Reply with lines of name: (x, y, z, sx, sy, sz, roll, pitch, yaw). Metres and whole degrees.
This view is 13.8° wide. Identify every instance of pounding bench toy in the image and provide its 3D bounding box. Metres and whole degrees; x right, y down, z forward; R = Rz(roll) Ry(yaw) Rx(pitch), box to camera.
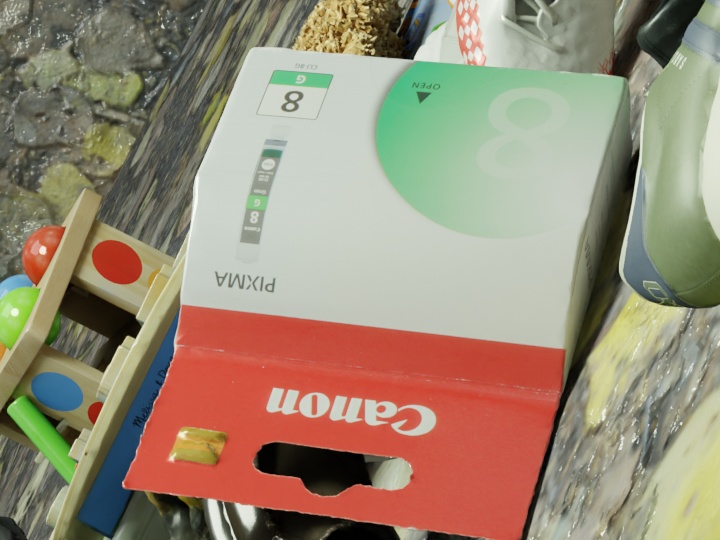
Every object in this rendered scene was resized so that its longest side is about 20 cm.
pounding bench toy: (-0.161, 0.078, 1.787, 0.124, 0.156, 0.200, -53, 15, 45)

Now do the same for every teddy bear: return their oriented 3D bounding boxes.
teddy bear: (-0.019, -0.101, 1.577, 0.200, 0.067, 0.145, -78, 15, -54)

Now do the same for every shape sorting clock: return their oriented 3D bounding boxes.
shape sorting clock: (-0.103, 0.057, 1.397, 0.200, 0.039, 0.200, -64, 0, 0)

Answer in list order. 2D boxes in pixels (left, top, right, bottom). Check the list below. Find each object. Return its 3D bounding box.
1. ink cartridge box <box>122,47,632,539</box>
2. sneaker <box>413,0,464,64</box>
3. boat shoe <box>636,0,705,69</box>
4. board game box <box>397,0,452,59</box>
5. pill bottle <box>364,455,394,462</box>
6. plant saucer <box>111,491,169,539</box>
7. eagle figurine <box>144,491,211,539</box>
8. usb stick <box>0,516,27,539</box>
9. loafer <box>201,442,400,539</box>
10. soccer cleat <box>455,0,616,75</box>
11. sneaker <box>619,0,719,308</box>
ink cartridge box: (0.007, 0.002, 1.139, 0.050, 0.161, 0.200, 78, -155, -46)
sneaker: (0.081, -0.144, 1.415, 0.092, 0.076, 0.200, -44, 28, 41)
boat shoe: (0.139, -0.135, 1.068, 0.075, 0.066, 0.200, -49, 17, 55)
board game box: (0.051, -0.131, 1.591, 0.200, 0.037, 0.151, -65, 10, -5)
pill bottle: (0.000, 0.000, 1.300, 0.112, 0.112, 0.200, -61, 10, 13)
plant saucer: (-0.088, 0.129, 1.422, 0.200, 0.050, 0.200, 26, -90, -89)
eagle figurine: (-0.073, 0.176, 1.273, 0.152, 0.151, 0.201, 4, -99, -59)
usb stick: (-0.158, 0.153, 1.311, 0.056, 0.033, 0.200, -61, -9, -16)
loafer: (-0.007, 0.112, 1.132, 0.071, 0.073, 0.200, -45, 39, 31)
soccer cleat: (0.080, -0.148, 1.264, 0.085, 0.068, 0.201, 120, 155, -75)
sneaker: (0.128, -0.074, 0.961, 0.090, 0.067, 0.201, -37, 30, 56)
